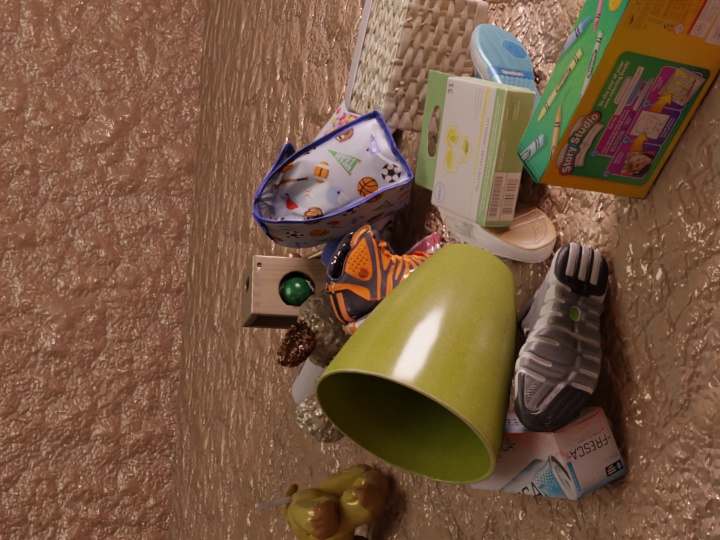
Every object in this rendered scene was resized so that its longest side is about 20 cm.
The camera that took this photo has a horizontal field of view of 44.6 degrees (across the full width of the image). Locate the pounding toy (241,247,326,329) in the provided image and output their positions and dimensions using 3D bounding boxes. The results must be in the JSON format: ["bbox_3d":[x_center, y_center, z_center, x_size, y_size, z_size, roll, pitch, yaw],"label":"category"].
[{"bbox_3d":[-0.104,0.019,1.528,0.200,0.183,0.143,138,133,-72],"label":"pounding toy"}]

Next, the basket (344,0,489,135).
[{"bbox_3d":[0.076,-0.287,1.179,0.123,0.135,0.201,-130,50,-56],"label":"basket"}]

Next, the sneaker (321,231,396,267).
[{"bbox_3d":[0.000,0.000,1.173,0.199,0.115,0.081,34,110,42],"label":"sneaker"}]

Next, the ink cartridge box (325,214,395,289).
[{"bbox_3d":[0.007,-0.059,1.319,0.116,0.067,0.201,-39,-38,-71],"label":"ink cartridge box"}]

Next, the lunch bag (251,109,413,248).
[{"bbox_3d":[-0.043,-0.105,1.148,0.124,0.199,0.170,62,179,9],"label":"lunch bag"}]

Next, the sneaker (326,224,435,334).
[{"bbox_3d":[0.047,-0.011,1.068,0.077,0.199,0.113,-7,107,61],"label":"sneaker"}]

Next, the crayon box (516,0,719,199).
[{"bbox_3d":[0.232,-0.163,0.759,0.058,0.118,0.201,-110,33,-48],"label":"crayon box"}]

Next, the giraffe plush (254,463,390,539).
[{"bbox_3d":[-0.037,0.396,1.281,0.173,0.199,0.163,-34,-74,-79],"label":"giraffe plush"}]

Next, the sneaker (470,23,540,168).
[{"bbox_3d":[0.149,-0.185,1.034,0.131,0.079,0.201,123,147,-47],"label":"sneaker"}]

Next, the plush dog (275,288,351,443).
[{"bbox_3d":[-0.022,0.108,1.196,0.160,0.172,0.200,-33,9,34],"label":"plush dog"}]

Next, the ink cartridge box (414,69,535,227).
[{"bbox_3d":[0.107,-0.144,0.988,0.200,0.048,0.146,31,119,54],"label":"ink cartridge box"}]

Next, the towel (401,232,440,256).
[{"bbox_3d":[0.084,0.065,1.213,0.146,0.030,0.201,137,132,-60],"label":"towel"}]

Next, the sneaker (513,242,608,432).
[{"bbox_3d":[0.185,0.080,0.857,0.116,0.075,0.201,113,-178,-61],"label":"sneaker"}]

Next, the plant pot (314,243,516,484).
[{"bbox_3d":[0.082,0.078,0.884,0.201,0.187,0.187,-60,8,-31],"label":"plant pot"}]

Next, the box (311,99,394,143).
[{"bbox_3d":[-0.021,-0.207,1.423,0.200,0.041,0.156,-50,30,11],"label":"box"}]

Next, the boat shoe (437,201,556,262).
[{"bbox_3d":[0.157,-0.040,1.005,0.200,0.070,0.070,-140,35,-59],"label":"boat shoe"}]

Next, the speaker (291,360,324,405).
[{"bbox_3d":[-0.050,0.153,1.462,0.200,0.081,0.082,116,151,-43],"label":"speaker"}]

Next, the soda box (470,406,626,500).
[{"bbox_3d":[0.170,0.181,0.879,0.069,0.063,0.200,69,157,2],"label":"soda box"}]
